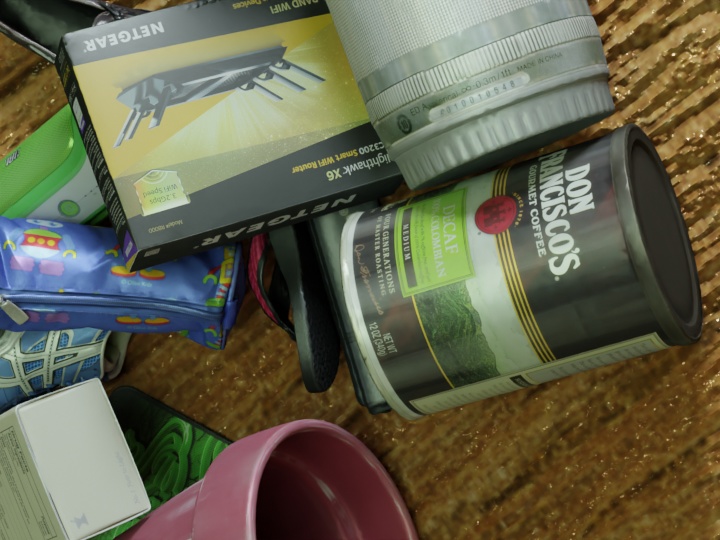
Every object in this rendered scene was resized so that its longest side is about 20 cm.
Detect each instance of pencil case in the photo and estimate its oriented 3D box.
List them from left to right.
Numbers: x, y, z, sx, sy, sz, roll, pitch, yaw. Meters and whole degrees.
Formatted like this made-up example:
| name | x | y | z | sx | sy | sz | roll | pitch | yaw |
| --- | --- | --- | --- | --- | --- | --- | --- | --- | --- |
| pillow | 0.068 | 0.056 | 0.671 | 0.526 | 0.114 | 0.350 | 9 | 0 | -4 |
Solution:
| name | x | y | z | sx | sy | sz | roll | pitch | yaw |
| --- | --- | --- | --- | --- | --- | --- | --- | --- | --- |
| pencil case | -0.178 | 0.010 | 1.455 | 0.199 | 0.087 | 0.078 | 5 | 118 | -8 |

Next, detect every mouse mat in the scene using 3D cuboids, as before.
| name | x | y | z | sx | sy | sz | roll | pitch | yaw |
| --- | --- | --- | --- | --- | --- | --- | --- | --- | --- |
| mouse mat | -0.151 | 0.204 | 1.561 | 0.161 | 0.008 | 0.201 | 27 | 101 | 15 |

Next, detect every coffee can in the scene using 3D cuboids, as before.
| name | x | y | z | sx | sy | sz | roll | pitch | yaw |
| --- | --- | --- | --- | --- | --- | --- | --- | --- | --- |
| coffee can | 0.106 | 0.004 | 1.382 | 0.199 | 0.146 | 0.147 | -17 | 89 | 19 |

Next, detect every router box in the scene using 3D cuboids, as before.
| name | x | y | z | sx | sy | sz | roll | pitch | yaw |
| --- | --- | --- | --- | --- | --- | --- | --- | --- | --- |
| router box | -0.087 | -0.103 | 1.421 | 0.199 | 0.052 | 0.158 | -18 | 78 | -19 |

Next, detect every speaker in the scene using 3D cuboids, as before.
| name | x | y | z | sx | sy | sz | roll | pitch | yaw |
| --- | --- | --- | --- | --- | --- | --- | --- | --- | --- |
| speaker | -0.219 | -0.058 | 1.508 | 0.200 | 0.088 | 0.089 | -36 | 83 | 28 |

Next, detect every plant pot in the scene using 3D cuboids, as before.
| name | x | y | z | sx | sy | sz | roll | pitch | yaw |
| --- | --- | --- | --- | --- | --- | --- | --- | --- | --- |
| plant pot | -0.080 | 0.219 | 1.447 | 0.179 | 0.200 | 0.201 | -21 | 87 | 32 |

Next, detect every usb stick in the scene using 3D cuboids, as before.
| name | x | y | z | sx | sy | sz | roll | pitch | yaw |
| --- | --- | --- | --- | --- | --- | --- | --- | --- | --- |
| usb stick | 0.000 | 0.000 | 1.475 | 0.055 | 0.033 | 0.201 | -16 | 88 | -1 |

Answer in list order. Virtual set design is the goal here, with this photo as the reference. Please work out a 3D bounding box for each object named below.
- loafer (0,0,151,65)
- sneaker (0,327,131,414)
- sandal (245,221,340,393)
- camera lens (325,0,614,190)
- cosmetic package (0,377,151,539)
| name | x | y | z | sx | sy | sz | roll | pitch | yaw |
| --- | --- | --- | --- | --- | --- | --- | --- | --- | --- |
| loafer | -0.199 | -0.165 | 1.516 | 0.200 | 0.063 | 0.072 | 25 | 103 | 16 |
| sneaker | -0.222 | 0.060 | 1.535 | 0.200 | 0.076 | 0.077 | -42 | 81 | 16 |
| sandal | -0.056 | -0.009 | 1.477 | 0.045 | 0.075 | 0.201 | -16 | 81 | 14 |
| camera lens | 0.064 | -0.170 | 1.375 | 0.160 | 0.160 | 0.201 | -21 | 87 | 19 |
| cosmetic package | -0.239 | 0.154 | 1.501 | 0.200 | 0.073 | 0.104 | -25 | 86 | 52 |
